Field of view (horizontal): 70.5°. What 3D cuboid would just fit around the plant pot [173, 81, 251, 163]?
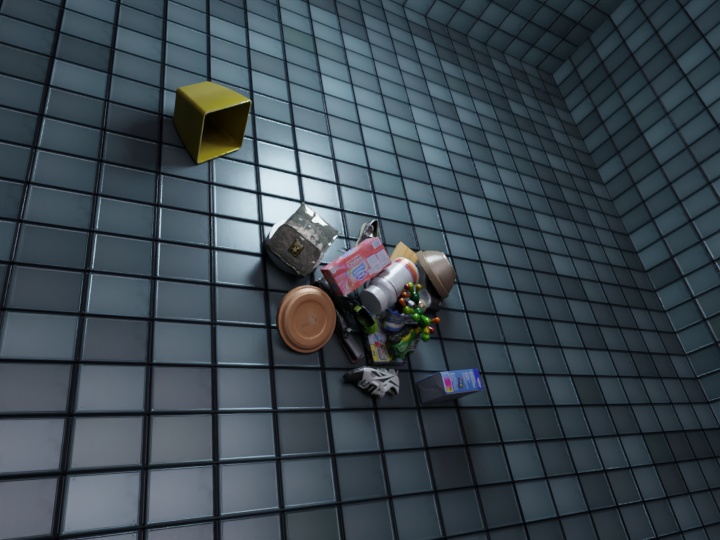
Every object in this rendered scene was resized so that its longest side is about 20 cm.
[{"bbox_3d":[-0.511,-0.514,1.699,0.176,0.201,0.200,42,46,12],"label":"plant pot"}]

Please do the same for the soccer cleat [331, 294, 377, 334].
[{"bbox_3d":[-0.019,0.124,1.647,0.200,0.081,0.067,41,70,19],"label":"soccer cleat"}]

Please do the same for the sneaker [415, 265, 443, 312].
[{"bbox_3d":[0.250,0.075,1.905,0.099,0.070,0.201,31,35,-37],"label":"sneaker"}]

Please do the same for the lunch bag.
[{"bbox_3d":[-0.189,-0.090,1.630,0.164,0.118,0.201,39,53,-5],"label":"lunch bag"}]

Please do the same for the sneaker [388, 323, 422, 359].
[{"bbox_3d":[0.160,0.230,1.692,0.199,0.077,0.086,-22,108,-48],"label":"sneaker"}]

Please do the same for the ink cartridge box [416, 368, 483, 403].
[{"bbox_3d":[0.307,0.381,1.685,0.198,0.136,0.077,4,64,-32],"label":"ink cartridge box"}]

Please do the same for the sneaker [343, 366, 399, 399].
[{"bbox_3d":[0.041,0.349,1.570,0.198,0.074,0.089,9,54,-28],"label":"sneaker"}]

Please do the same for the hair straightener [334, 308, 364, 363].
[{"bbox_3d":[-0.045,0.190,1.615,0.041,0.077,0.201,-16,71,-37],"label":"hair straightener"}]

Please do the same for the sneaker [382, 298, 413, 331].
[{"bbox_3d":[0.150,0.132,1.709,0.076,0.086,0.199,17,27,28],"label":"sneaker"}]

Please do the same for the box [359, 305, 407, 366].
[{"bbox_3d":[0.070,0.217,1.701,0.135,0.038,0.202,6,58,-32],"label":"box"}]

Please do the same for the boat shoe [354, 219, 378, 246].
[{"bbox_3d":[0.028,-0.107,1.869,0.071,0.065,0.202,27,50,-18],"label":"boat shoe"}]

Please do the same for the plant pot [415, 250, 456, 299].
[{"bbox_3d":[0.294,-0.001,1.888,0.202,0.092,0.201,57,9,-14],"label":"plant pot"}]

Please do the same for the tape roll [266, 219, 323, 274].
[{"bbox_3d":[-0.217,-0.080,1.706,0.201,0.037,0.205,18,52,-24],"label":"tape roll"}]

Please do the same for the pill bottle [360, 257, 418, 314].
[{"bbox_3d":[0.094,0.051,1.667,0.110,0.110,0.200,48,55,3],"label":"pill bottle"}]

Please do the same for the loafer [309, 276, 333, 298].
[{"bbox_3d":[-0.134,0.065,1.629,0.072,0.073,0.200,21,43,16],"label":"loafer"}]

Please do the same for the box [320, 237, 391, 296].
[{"bbox_3d":[-0.013,-0.012,1.628,0.199,0.094,0.103,-35,103,-19],"label":"box"}]

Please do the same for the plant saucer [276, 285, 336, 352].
[{"bbox_3d":[-0.158,0.147,1.537,0.198,0.032,0.203,0,89,-33],"label":"plant saucer"}]

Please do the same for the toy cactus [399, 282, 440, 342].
[{"bbox_3d":[0.194,0.122,1.647,0.201,0.102,0.165,61,16,-5],"label":"toy cactus"}]

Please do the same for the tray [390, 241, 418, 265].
[{"bbox_3d":[0.148,-0.010,1.906,0.098,0.037,0.201,37,48,-7],"label":"tray"}]

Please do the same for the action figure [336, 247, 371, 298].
[{"bbox_3d":[0.000,0.000,1.747,0.102,0.118,0.201,-32,93,-41],"label":"action figure"}]
